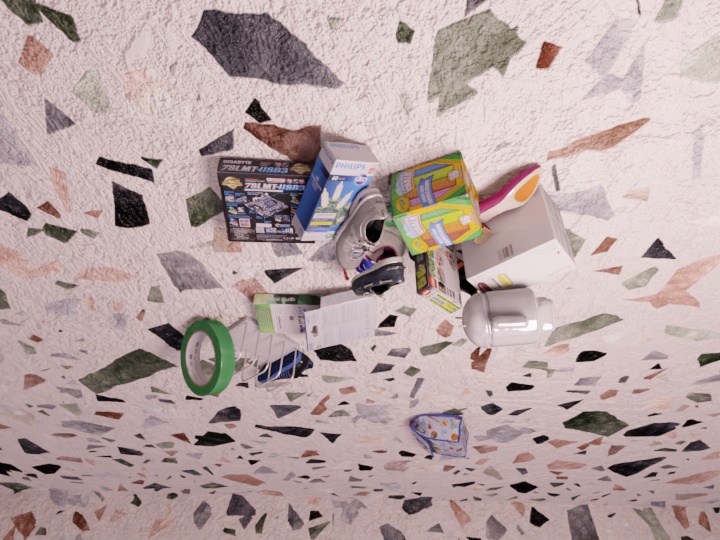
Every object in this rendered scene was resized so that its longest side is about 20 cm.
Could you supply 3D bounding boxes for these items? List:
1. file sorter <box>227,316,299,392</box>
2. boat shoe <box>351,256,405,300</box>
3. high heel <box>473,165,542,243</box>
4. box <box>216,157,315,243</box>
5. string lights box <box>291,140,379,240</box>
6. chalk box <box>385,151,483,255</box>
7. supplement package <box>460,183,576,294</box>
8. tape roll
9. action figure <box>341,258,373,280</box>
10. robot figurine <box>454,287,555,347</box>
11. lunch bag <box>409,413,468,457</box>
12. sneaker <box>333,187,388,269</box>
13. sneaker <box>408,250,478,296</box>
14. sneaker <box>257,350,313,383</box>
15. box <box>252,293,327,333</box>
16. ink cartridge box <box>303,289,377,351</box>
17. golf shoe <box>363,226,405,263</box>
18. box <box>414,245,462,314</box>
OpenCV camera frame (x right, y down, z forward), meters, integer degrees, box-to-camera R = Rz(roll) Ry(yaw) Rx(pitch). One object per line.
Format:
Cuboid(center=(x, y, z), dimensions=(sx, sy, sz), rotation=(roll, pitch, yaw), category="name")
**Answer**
Cuboid(center=(-0.297, 0.250, 1.570), dimensions=(0.138, 0.126, 0.199), rotation=(-30, 133, 34), category="file sorter")
Cuboid(center=(0.039, 0.029, 1.205), dimensions=(0.074, 0.063, 0.199), rotation=(0, 161, -33), category="boat shoe")
Cuboid(center=(0.283, -0.154, 1.132), dimensions=(0.067, 0.097, 0.201), rotation=(18, 120, -39), category="high heel")
Cuboid(center=(-0.189, -0.140, 1.140), dimensions=(0.195, 0.050, 0.200), rotation=(1, 139, -4), category="box")
Cuboid(center=(-0.053, -0.151, 1.068), dimensions=(0.101, 0.059, 0.201), rotation=(-5, 140, -35), category="string lights box")
Cuboid(center=(0.131, -0.125, 1.094), dimensions=(0.197, 0.126, 0.125), rotation=(-16, 138, 20), category="chalk box")
Cuboid(center=(0.325, -0.055, 1.152), dimensions=(0.198, 0.158, 0.110), rotation=(-28, 135, 31), category="supplement package")
Cuboid(center=(-0.422, 0.239, 1.497), dimensions=(0.199, 0.204, 0.048), rotation=(-33, 158, 35), category="tape roll")
Cuboid(center=(0.000, 0.000, 1.279), dimensions=(0.064, 0.100, 0.200), rotation=(-21, 134, 24), category="action figure")
Cuboid(center=(0.296, 0.098, 1.126), dimensions=(0.196, 0.116, 0.170), rotation=(-6, 178, 6), category="robot figurine")
Cuboid(center=(0.288, 0.611, 2.019), dimensions=(0.196, 0.126, 0.171), rotation=(2, 144, 22), category="lunch bag")
Cuboid(center=(0.000, -0.065, 1.094), dimensions=(0.073, 0.083, 0.202), rotation=(-10, 142, -28), category="sneaker")
Cuboid(center=(0.201, -0.001, 1.274), dimensions=(0.197, 0.091, 0.070), rotation=(20, 138, -23), category="sneaker")
Cuboid(center=(-0.233, 0.312, 1.689), dimensions=(0.198, 0.071, 0.078), rotation=(-28, 129, 31), category="sneaker")
Cuboid(center=(-0.183, 0.119, 1.477), dimensions=(0.195, 0.037, 0.146), rotation=(1, 141, -2), category="box")
Cuboid(center=(-0.055, 0.129, 1.445), dimensions=(0.196, 0.044, 0.198), rotation=(-11, 143, -10), category="ink cartridge box")
Cuboid(center=(0.010, -0.068, 1.196), dimensions=(0.196, 0.093, 0.076), rotation=(11, 143, -10), category="golf shoe")
Cuboid(center=(0.162, -0.019, 1.165), dimensions=(0.109, 0.203, 0.035), rotation=(31, 134, -31), category="box")
